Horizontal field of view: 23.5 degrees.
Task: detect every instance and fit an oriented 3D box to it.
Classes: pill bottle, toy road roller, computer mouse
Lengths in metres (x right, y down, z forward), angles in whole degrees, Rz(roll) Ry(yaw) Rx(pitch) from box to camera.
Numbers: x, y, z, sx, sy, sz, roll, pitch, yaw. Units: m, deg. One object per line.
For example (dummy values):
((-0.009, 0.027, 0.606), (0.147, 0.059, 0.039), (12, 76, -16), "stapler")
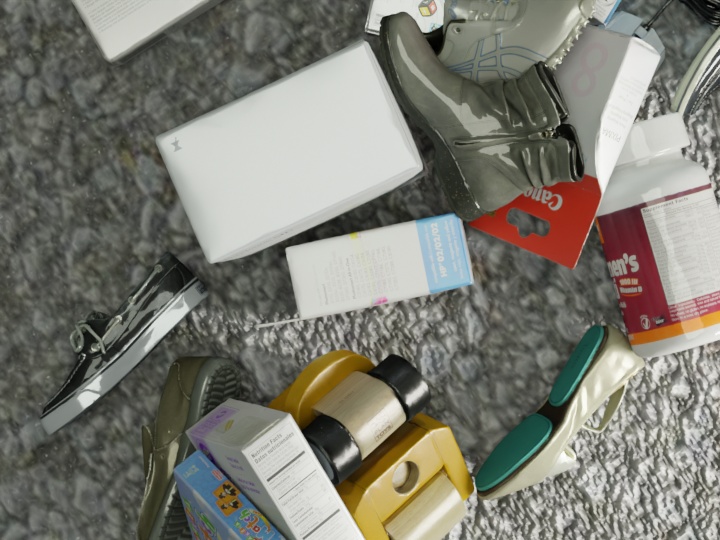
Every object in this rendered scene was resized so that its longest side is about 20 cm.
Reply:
((0.270, -0.032, 1.551), (0.108, 0.110, 0.202), (-16, 89, 5), "pill bottle")
((-0.001, 0.163, 1.577), (0.123, 0.145, 0.201), (-39, 122, -23), "toy road roller")
((0.240, -0.195, 1.584), (0.109, 0.044, 0.201), (39, 94, 2), "computer mouse")

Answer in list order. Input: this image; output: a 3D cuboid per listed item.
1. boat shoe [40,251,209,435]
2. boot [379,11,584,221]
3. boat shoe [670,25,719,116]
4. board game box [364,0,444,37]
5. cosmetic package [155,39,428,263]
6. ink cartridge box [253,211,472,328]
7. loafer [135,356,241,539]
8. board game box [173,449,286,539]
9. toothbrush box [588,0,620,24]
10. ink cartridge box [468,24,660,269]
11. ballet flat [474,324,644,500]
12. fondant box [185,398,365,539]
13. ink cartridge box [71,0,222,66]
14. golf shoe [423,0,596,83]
((-0.233, 0.066, 1.612), (0.199, 0.074, 0.068), (-44, 92, 4), "boat shoe")
((0.109, -0.151, 1.488), (0.130, 0.068, 0.201), (-24, 95, 28), "boot")
((0.358, -0.208, 1.561), (0.062, 0.075, 0.200), (45, 89, 9), "boat shoe")
((0.086, -0.303, 1.600), (0.125, 0.035, 0.202), (14, 92, 4), "board game box")
((-0.054, -0.101, 1.533), (0.198, 0.200, 0.124), (-24, 89, 5), "cosmetic package")
((0.000, 0.000, 1.571), (0.198, 0.115, 0.069), (-12, 89, 4), "ink cartridge box")
((-0.168, 0.171, 1.619), (0.069, 0.075, 0.202), (20, 94, 36), "loafer")
((-0.083, 0.268, 1.532), (0.036, 0.152, 0.200), (-36, 59, -20), "board game box")
((0.202, -0.341, 1.542), (0.146, 0.085, 0.201), (33, 89, -14), "toothbrush box")
((0.165, -0.122, 1.539), (0.057, 0.162, 0.202), (25, 91, -37), "ink cartridge box")
((0.187, 0.143, 1.588), (0.069, 0.069, 0.201), (39, 93, 3), "ballet flat")
((-0.062, 0.216, 1.537), (0.058, 0.144, 0.201), (-34, 105, -21), "fondant box")
((-0.192, -0.319, 1.619), (0.199, 0.045, 0.177), (-31, 89, 4), "ink cartridge box")
((0.116, -0.207, 1.512), (0.097, 0.079, 0.199), (41, 134, -21), "golf shoe")
